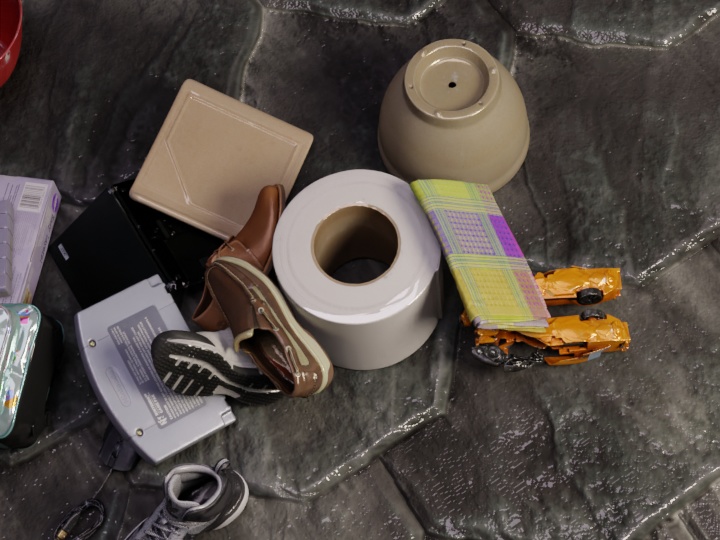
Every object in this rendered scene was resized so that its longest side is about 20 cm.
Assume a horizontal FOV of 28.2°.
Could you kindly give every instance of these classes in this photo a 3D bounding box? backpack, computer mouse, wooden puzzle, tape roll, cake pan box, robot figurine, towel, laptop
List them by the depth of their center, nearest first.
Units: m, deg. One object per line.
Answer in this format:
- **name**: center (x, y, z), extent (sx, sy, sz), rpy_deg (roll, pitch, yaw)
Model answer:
- **towel**: center (0.139, -0.017, 1.663), extent (0.143, 0.023, 0.201), rpy_deg (2, 57, -46)
- **computer mouse**: center (-0.300, 0.236, 1.684), extent (0.058, 0.034, 0.201), rpy_deg (23, 68, 14)
- **backpack**: center (-0.473, 0.113, 1.694), extent (0.198, 0.153, 0.178), rpy_deg (6, 76, 19)
- **robot figurine**: center (0.217, 0.055, 1.715), extent (0.198, 0.058, 0.146), rpy_deg (-4, 63, 2)
- **tape roll**: center (0.000, 0.000, 1.716), extent (0.200, 0.139, 0.205), rpy_deg (-2, 63, 5)
- **laptop**: center (-0.263, -0.020, 1.821), extent (0.199, 0.104, 0.178), rpy_deg (-18, 61, -33)
- **cake pan box**: center (-0.493, -0.036, 1.827), extent (0.182, 0.052, 0.202), rpy_deg (6, 65, 6)
- **wooden puzzle**: center (-0.176, -0.131, 1.834), extent (0.184, 0.037, 0.201), rpy_deg (24, 62, -3)

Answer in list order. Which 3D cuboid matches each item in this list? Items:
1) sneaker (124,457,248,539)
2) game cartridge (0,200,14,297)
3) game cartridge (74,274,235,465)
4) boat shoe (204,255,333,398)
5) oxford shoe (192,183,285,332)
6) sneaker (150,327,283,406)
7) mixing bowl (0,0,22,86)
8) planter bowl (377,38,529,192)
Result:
- **sneaker**: center (-0.216, 0.283, 1.608), extent (0.200, 0.114, 0.075), rpy_deg (-40, 67, -14)
- **game cartridge**: center (-0.530, -0.016, 1.776), extent (0.198, 0.039, 0.131), rpy_deg (-7, 59, 2)
- **game cartridge**: center (-0.250, 0.120, 1.691), extent (0.132, 0.042, 0.201), rpy_deg (-27, 84, -19)
- **boat shoe**: center (-0.117, 0.064, 1.643), extent (0.202, 0.075, 0.075), rpy_deg (44, 36, 19)
- **oxford shoe**: center (-0.146, -0.017, 1.735), extent (0.071, 0.071, 0.202), rpy_deg (23, 87, -21)
- **sneaker**: center (-0.170, 0.102, 1.672), extent (0.074, 0.199, 0.080), rpy_deg (-43, 51, 22)
- **mixing bowl**: center (-0.537, -0.301, 1.928), extent (0.198, 0.109, 0.202), rpy_deg (-2, 63, 4)
- **planter bowl**: center (0.115, -0.206, 1.811), extent (0.198, 0.135, 0.202), rpy_deg (-2, 63, 4)
